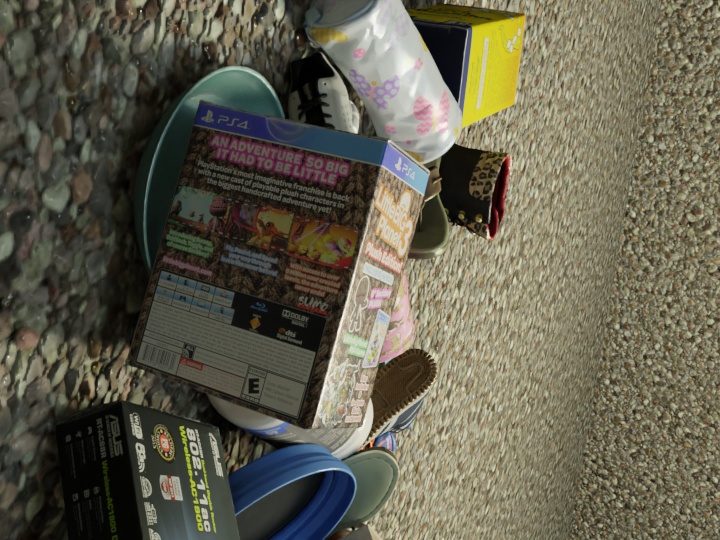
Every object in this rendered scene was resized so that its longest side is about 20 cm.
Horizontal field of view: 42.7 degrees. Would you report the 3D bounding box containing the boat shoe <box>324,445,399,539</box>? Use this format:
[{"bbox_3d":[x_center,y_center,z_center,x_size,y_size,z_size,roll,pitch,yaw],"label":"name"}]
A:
[{"bbox_3d":[-0.032,0.249,0.998,0.201,0.072,0.061,-44,-175,21],"label":"boat shoe"}]

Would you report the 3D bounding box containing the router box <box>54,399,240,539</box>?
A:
[{"bbox_3d":[-0.147,0.209,0.689,0.150,0.061,0.203,41,32,-65],"label":"router box"}]

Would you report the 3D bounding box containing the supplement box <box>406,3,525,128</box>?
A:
[{"bbox_3d":[0.104,-0.239,1.055,0.200,0.107,0.111,-33,133,-57],"label":"supplement box"}]

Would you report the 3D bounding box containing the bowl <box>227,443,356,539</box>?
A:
[{"bbox_3d":[-0.095,0.238,0.859,0.199,0.039,0.202,-28,148,-19],"label":"bowl"}]

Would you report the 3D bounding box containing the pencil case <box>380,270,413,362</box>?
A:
[{"bbox_3d":[0.000,0.000,0.886,0.083,0.085,0.202,-96,176,-46],"label":"pencil case"}]

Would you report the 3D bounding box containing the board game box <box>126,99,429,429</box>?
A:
[{"bbox_3d":[-0.058,-0.003,0.680,0.097,0.157,0.203,20,86,-67],"label":"board game box"}]

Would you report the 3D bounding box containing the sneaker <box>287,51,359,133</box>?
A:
[{"bbox_3d":[-0.036,-0.115,0.804,0.201,0.073,0.081,-103,171,-48],"label":"sneaker"}]

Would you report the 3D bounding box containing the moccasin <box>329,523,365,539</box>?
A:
[{"bbox_3d":[-0.027,0.340,1.126,0.078,0.073,0.202,-58,171,-18],"label":"moccasin"}]

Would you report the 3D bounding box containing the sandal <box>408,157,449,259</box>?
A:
[{"bbox_3d":[0.052,-0.095,0.972,0.058,0.078,0.203,88,2,-54],"label":"sandal"}]

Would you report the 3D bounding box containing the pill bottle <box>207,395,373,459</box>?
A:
[{"bbox_3d":[-0.060,0.117,0.887,0.115,0.112,0.200,-68,155,-16],"label":"pill bottle"}]

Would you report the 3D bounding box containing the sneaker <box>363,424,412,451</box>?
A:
[{"bbox_3d":[0.002,0.204,1.114,0.200,0.077,0.076,-45,141,-50],"label":"sneaker"}]

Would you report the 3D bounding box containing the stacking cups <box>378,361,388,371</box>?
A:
[{"bbox_3d":[0.008,0.109,1.113,0.200,0.060,0.061,33,74,-69],"label":"stacking cups"}]

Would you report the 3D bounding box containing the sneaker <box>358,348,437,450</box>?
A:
[{"bbox_3d":[-0.001,0.171,1.054,0.198,0.070,0.109,-31,163,-15],"label":"sneaker"}]

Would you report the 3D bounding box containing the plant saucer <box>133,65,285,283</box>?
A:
[{"bbox_3d":[-0.122,-0.065,0.742,0.200,0.036,0.203,-42,139,-51],"label":"plant saucer"}]

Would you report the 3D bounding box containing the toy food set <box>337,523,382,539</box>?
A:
[{"bbox_3d":[-0.028,0.353,1.010,0.142,0.061,0.201,-28,150,-3],"label":"toy food set"}]

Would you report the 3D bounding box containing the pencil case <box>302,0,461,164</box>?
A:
[{"bbox_3d":[0.026,-0.192,0.889,0.091,0.083,0.200,-42,133,-2],"label":"pencil case"}]

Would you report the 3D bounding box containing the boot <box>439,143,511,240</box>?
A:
[{"bbox_3d":[0.082,-0.061,1.053,0.073,0.149,0.203,25,80,-65],"label":"boot"}]
